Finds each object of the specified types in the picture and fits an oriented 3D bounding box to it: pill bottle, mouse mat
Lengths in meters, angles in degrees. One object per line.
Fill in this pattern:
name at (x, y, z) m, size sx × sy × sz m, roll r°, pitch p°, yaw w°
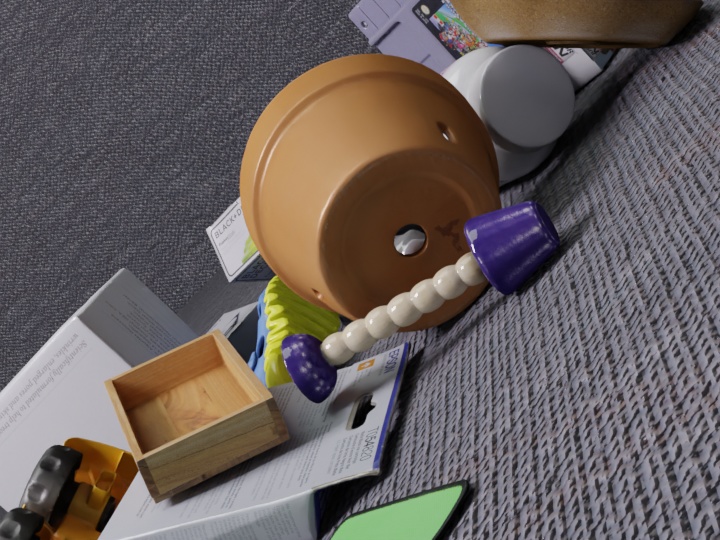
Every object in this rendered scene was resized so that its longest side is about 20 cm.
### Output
pill bottle at (0.103, -0.125, 1.183) m, size 0.112 × 0.112 × 0.200 m, roll -49°, pitch 8°, yaw -17°
mouse mat at (-0.029, 0.193, 0.712) m, size 0.200 × 0.008 × 0.161 m, roll -51°, pitch 9°, yaw -29°

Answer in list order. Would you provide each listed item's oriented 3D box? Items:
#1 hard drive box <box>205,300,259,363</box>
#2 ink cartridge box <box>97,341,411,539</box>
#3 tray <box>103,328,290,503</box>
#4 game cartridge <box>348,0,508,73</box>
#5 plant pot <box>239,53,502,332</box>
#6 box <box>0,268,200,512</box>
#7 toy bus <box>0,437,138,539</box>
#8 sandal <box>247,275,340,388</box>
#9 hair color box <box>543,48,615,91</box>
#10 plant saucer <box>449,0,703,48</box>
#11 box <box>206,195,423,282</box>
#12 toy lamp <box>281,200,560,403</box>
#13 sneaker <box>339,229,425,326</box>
hard drive box at (-0.146, 0.119, 1.444) m, size 0.156 × 0.077 × 0.200 m, roll -49°, pitch 8°, yaw -15°
ink cartridge box at (-0.060, 0.130, 0.952) m, size 0.199 × 0.041 × 0.200 m, roll -18°, pitch 17°, yaw 15°
tray at (-0.121, 0.099, 0.994) m, size 0.098 × 0.037 × 0.200 m, roll -25°, pitch 17°, yaw -11°
game cartridge at (0.090, -0.199, 1.290) m, size 0.038 × 0.200 × 0.130 m, roll -46°, pitch 6°, yaw -33°
plant pot at (0.019, -0.045, 1.019) m, size 0.200 × 0.200 × 0.140 m, roll -46°, pitch 24°, yaw 6°
box at (-0.222, 0.146, 1.262) m, size 0.199 × 0.200 × 0.131 m, roll -44°, pitch 8°, yaw 20°
toy bus at (-0.208, 0.247, 0.999) m, size 0.200 × 0.135 × 0.193 m, roll -74°, pitch 10°, yaw -69°
sandal at (-0.069, 0.075, 1.198) m, size 0.087 × 0.079 × 0.200 m, roll -52°, pitch 13°, yaw 25°
hair color box at (0.146, -0.193, 1.327) m, size 0.061 × 0.099 × 0.200 m, roll -52°, pitch 9°, yaw -37°
plant saucer at (0.168, -0.196, 1.101) m, size 0.200 × 0.199 × 0.036 m, roll -118°, pitch 29°, yaw -82°
box at (-0.034, -0.045, 1.333) m, size 0.199 × 0.060 × 0.117 m, roll -1°, pitch -31°, yaw -48°
toy lamp at (0.040, 0.018, 0.928) m, size 0.199 × 0.058 × 0.058 m, roll -31°, pitch 12°, yaw 15°
sneaker at (0.000, 0.000, 1.220) m, size 0.075 × 0.082 × 0.200 m, roll -51°, pitch 8°, yaw -24°
